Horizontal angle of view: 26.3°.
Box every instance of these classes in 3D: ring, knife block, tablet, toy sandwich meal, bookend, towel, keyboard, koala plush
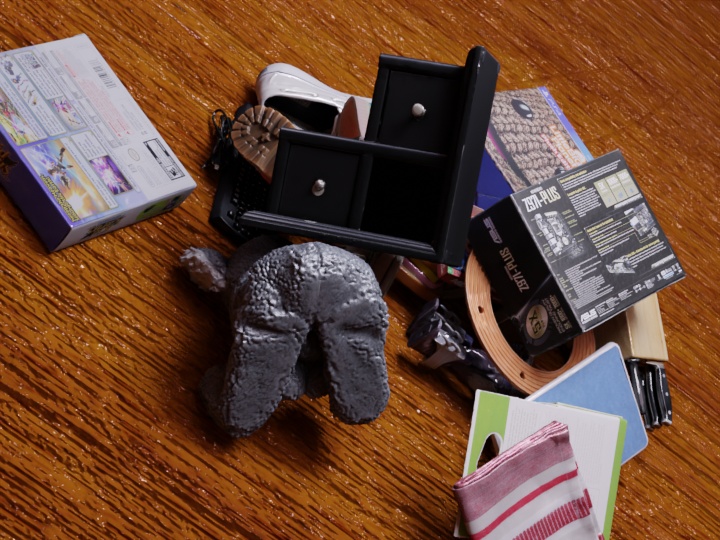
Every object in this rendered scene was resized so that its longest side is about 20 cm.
[{"bbox_3d":[0.181,0.051,1.667,0.200,0.019,0.201,24,52,-34],"label":"ring"},{"bbox_3d":[0.314,0.078,1.771,0.064,0.200,0.176,9,21,-39],"label":"knife block"},{"bbox_3d":[0.223,0.174,1.631,0.200,0.014,0.130,-29,106,-32],"label":"tablet"},{"bbox_3d":[0.073,-0.053,1.738,0.205,0.070,0.205,26,42,-25],"label":"toy sandwich meal"},{"bbox_3d":[0.011,-0.118,1.437,0.199,0.200,0.092,12,0,15],"label":"bookend"},{"bbox_3d":[0.174,0.263,1.480,0.144,0.023,0.200,-28,105,-30],"label":"towel"},{"bbox_3d":[-0.115,-0.111,1.636,0.104,0.040,0.200,30,39,-21],"label":"keyboard"},{"bbox_3d":[-0.073,0.029,1.457,0.177,0.184,0.200,-2,26,-20],"label":"koala plush"}]

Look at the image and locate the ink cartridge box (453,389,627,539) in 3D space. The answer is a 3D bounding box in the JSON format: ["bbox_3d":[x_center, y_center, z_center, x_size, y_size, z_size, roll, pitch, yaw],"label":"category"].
[{"bbox_3d":[0.161,0.201,1.532,0.200,0.076,0.148,15,81,-33],"label":"ink cartridge box"}]

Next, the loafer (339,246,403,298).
[{"bbox_3d":[0.000,0.000,1.566,0.063,0.072,0.200,31,-2,-2],"label":"loafer"}]

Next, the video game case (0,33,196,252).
[{"bbox_3d":[-0.281,-0.127,1.485,0.200,0.045,0.181,53,36,9],"label":"video game case"}]

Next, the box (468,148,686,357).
[{"bbox_3d":[0.233,-0.021,1.666,0.200,0.086,0.164,-24,85,-42],"label":"box"}]

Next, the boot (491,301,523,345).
[{"bbox_3d":[0.191,0.036,1.789,0.076,0.074,0.200,61,37,-15],"label":"boot"}]

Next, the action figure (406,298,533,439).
[{"bbox_3d":[0.139,0.116,1.650,0.200,0.069,0.130,38,32,-16],"label":"action figure"}]

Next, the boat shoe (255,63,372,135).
[{"bbox_3d":[-0.029,-0.165,1.746,0.200,0.074,0.065,19,37,-16],"label":"boat shoe"}]

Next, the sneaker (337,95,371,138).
[{"bbox_3d":[0.027,-0.107,1.647,0.080,0.071,0.200,12,45,-20],"label":"sneaker"}]

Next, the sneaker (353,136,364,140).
[{"bbox_3d":[0.066,-0.085,1.563,0.200,0.077,0.076,30,49,-59],"label":"sneaker"}]

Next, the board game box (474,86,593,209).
[{"bbox_3d":[0.184,-0.130,1.894,0.200,0.097,0.160,-14,67,-49],"label":"board game box"}]

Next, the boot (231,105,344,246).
[{"bbox_3d":[-0.044,-0.082,1.581,0.200,0.075,0.107,48,-2,34],"label":"boot"}]

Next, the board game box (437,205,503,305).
[{"bbox_3d":[0.161,-0.009,1.709,0.200,0.019,0.103,22,52,-36],"label":"board game box"}]
